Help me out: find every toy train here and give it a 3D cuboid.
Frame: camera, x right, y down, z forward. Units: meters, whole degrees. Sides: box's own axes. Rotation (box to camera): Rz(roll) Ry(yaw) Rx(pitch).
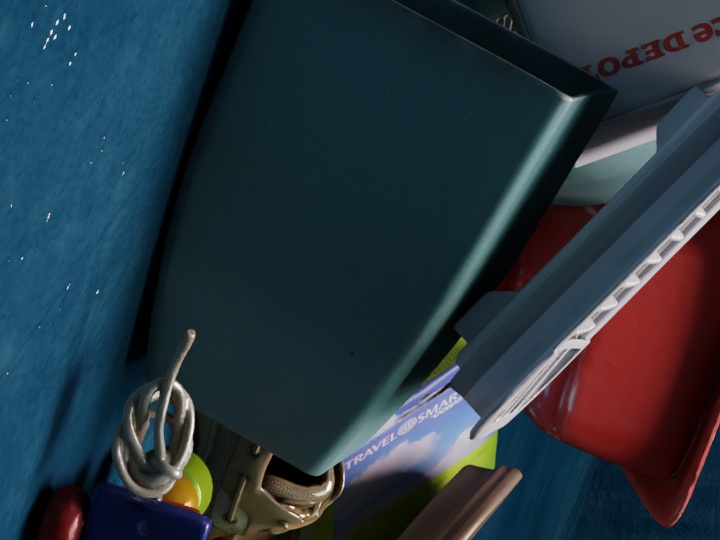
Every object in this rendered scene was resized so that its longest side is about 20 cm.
[{"bbox_3d":[-0.087,0.103,1.130,0.116,0.084,0.201,-69,177,-74],"label":"toy train"}]

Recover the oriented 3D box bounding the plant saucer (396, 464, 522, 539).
[{"bbox_3d":[0.012,0.175,1.385,0.200,0.029,0.200,-50,174,-7],"label":"plant saucer"}]

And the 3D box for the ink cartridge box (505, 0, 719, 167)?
[{"bbox_3d":[0.131,-0.167,1.251,0.083,0.146,0.201,61,11,-77],"label":"ink cartridge box"}]

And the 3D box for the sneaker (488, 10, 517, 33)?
[{"bbox_3d":[0.049,-0.070,1.318,0.199,0.075,0.085,-24,168,-9],"label":"sneaker"}]

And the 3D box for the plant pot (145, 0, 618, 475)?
[{"bbox_3d":[-0.003,-0.022,1.149,0.201,0.141,0.141,-63,171,10],"label":"plant pot"}]

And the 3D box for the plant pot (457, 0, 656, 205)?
[{"bbox_3d":[0.114,-0.154,1.397,0.134,0.200,0.201,49,60,-47],"label":"plant pot"}]

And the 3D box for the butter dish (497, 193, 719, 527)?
[{"bbox_3d":[0.126,0.010,1.456,0.200,0.147,0.200,-114,-142,-59],"label":"butter dish"}]

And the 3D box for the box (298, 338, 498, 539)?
[{"bbox_3d":[0.020,0.100,1.432,0.122,0.048,0.200,-34,153,-20],"label":"box"}]

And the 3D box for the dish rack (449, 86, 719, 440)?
[{"bbox_3d":[0.113,-0.012,1.163,0.200,0.044,0.172,-45,173,7],"label":"dish rack"}]

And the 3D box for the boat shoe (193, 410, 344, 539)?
[{"bbox_3d":[-0.045,0.101,1.301,0.071,0.064,0.201,-37,148,-31],"label":"boat shoe"}]
